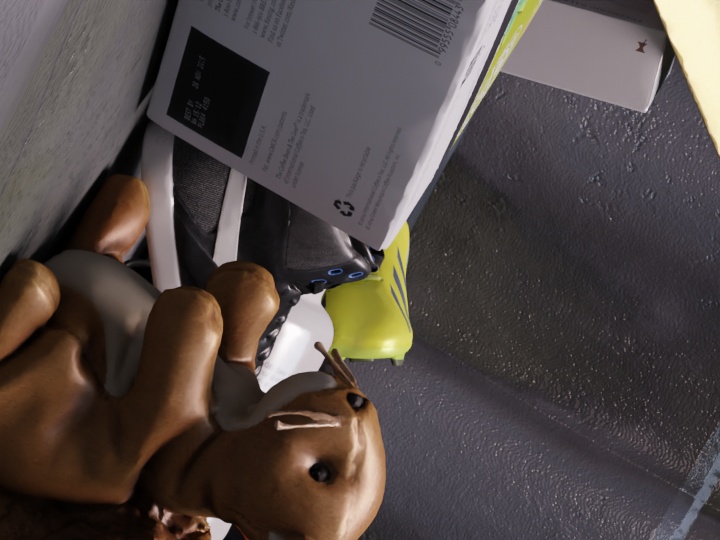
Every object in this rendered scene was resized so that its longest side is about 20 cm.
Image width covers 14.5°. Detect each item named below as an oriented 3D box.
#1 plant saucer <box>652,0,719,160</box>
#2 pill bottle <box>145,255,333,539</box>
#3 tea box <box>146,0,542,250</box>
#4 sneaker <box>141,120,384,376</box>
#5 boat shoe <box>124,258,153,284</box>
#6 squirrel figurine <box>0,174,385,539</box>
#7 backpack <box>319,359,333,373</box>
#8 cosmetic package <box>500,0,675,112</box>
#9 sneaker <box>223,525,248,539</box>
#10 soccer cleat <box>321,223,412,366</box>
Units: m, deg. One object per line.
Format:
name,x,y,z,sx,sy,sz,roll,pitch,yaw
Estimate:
plant saucer,0.191,-0.178,1.571,0.201,0.048,0.200,-92,159,-48
pill bottle,-0.080,0.040,1.560,0.201,0.114,0.114,-61,176,3
tea box,0.019,-0.156,1.267,0.197,0.133,0.200,-59,176,-34
sneaker,-0.042,0.016,1.373,0.073,0.111,0.201,-83,170,-51
boat shoe,-0.129,0.076,1.389,0.201,0.068,0.057,-84,-170,-45
squirrel figurine,-0.087,0.089,1.271,0.201,0.186,0.142,-62,176,18
backpack,-0.074,0.121,1.806,0.167,0.126,0.200,-61,-177,-15
cosmetic package,0.079,-0.148,1.593,0.151,0.199,0.052,-42,147,-75
sneaker,-0.054,0.071,1.650,0.077,0.112,0.201,2,82,-44
soccer cleat,-0.001,0.000,1.658,0.200,0.064,0.084,-91,-175,-73
